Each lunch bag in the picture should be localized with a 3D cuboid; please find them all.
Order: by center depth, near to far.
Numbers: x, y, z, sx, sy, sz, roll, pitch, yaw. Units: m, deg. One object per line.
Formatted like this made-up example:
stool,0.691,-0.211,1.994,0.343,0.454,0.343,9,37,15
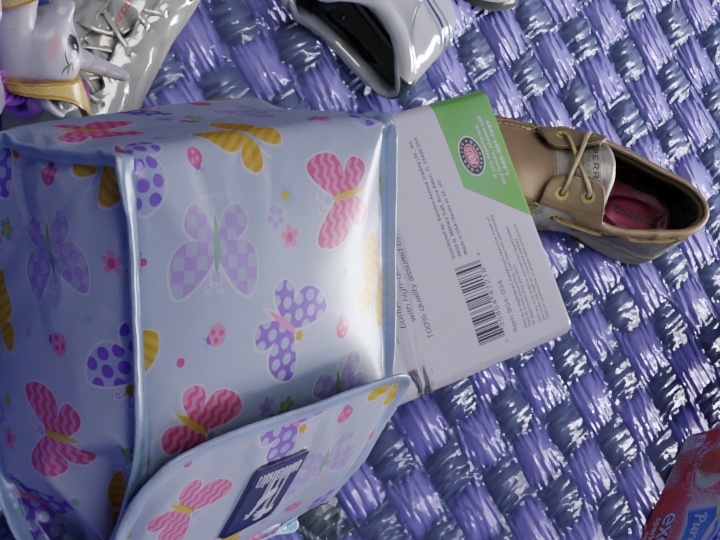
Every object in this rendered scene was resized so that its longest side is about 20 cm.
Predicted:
lunch bag,-0.067,0.034,0.750,0.169,0.127,0.201,-13,109,-48

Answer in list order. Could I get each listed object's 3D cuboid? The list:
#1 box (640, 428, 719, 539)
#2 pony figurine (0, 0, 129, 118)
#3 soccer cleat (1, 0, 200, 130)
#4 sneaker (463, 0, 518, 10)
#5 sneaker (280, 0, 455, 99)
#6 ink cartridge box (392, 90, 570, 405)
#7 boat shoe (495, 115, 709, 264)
box,0.225,0.196,1.043,0.100,0.095,0.200,45,54,-18
pony figurine,-0.185,-0.131,0.743,0.192,0.166,0.201,-21,132,-31
soccer cleat,-0.122,-0.126,0.878,0.069,0.077,0.201,35,58,-25
sneaker,0.092,-0.268,1.080,0.077,0.088,0.201,-2,78,-38
sneaker,-0.023,-0.181,0.975,0.200,0.073,0.071,44,51,-20
ink cartridge box,0.000,0.000,0.932,0.199,0.084,0.146,-18,88,-40
boat shoe,0.131,-0.058,1.063,0.199,0.066,0.074,14,69,-35
